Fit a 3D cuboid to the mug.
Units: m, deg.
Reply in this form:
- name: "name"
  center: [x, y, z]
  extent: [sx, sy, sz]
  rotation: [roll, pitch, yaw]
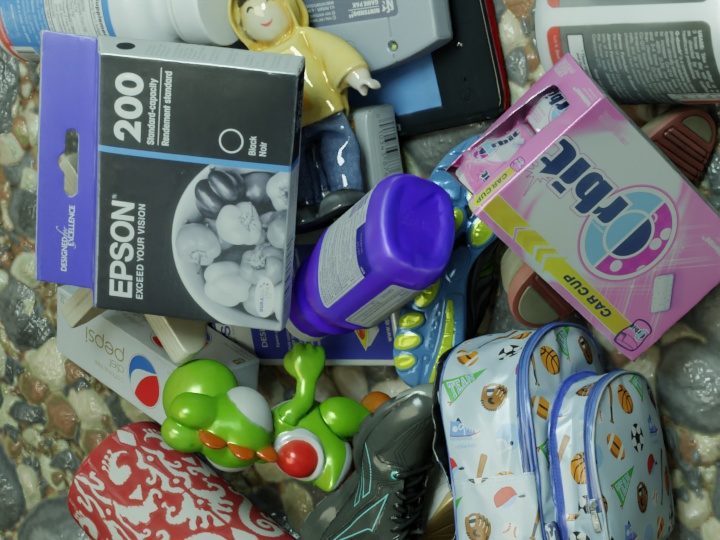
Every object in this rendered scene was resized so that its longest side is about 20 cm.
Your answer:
- name: "mug"
  center: [-0.151, 0.244, 1.688]
  extent: [0.200, 0.133, 0.179]
  rotation: [40, 115, 28]

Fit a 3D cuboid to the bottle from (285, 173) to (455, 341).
- name: "bottle"
  center: [0.000, 0.000, 1.487]
  extent: [0.200, 0.065, 0.084]
  rotation: [140, 140, -57]

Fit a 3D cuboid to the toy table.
- name: "toy table"
  center: [-0.148, -0.024, 1.593]
  extent: [0.184, 0.117, 0.201]
  rotation: [48, 129, 18]

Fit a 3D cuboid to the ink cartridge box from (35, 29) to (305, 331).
- name: "ink cartridge box"
  center: [-0.144, -0.065, 1.466]
  extent: [0.198, 0.043, 0.200]
  rotation: [7, 111, 7]

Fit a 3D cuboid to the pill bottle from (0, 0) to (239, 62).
- name: "pill bottle"
  center: [-0.186, -0.217, 1.578]
  extent: [0.198, 0.112, 0.113]
  rotation: [4, 99, 29]

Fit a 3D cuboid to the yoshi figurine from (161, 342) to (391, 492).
- name: "yoshi figurine"
  center: [-0.073, 0.113, 1.576]
  extent: [0.112, 0.199, 0.114]
  rotation: [-10, 71, 52]

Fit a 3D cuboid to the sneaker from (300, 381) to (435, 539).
- name: "sneaker"
  center: [0.026, 0.166, 1.509]
  extent: [0.079, 0.075, 0.201]
  rotation: [52, 133, 30]

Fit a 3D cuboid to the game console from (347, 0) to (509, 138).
- name: "game console"
  center: [0.016, -0.190, 1.564]
  extent: [0.199, 0.031, 0.179]
  rotation: [-9, 91, 36]

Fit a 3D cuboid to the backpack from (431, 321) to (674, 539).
- name: "backpack"
  center: [0.131, 0.133, 1.436]
  extent: [0.153, 0.200, 0.192]
  rotation: [-17, 89, 23]

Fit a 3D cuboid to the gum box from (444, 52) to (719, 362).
- name: "gum box"
  center: [0.159, -0.043, 1.365]
  extent: [0.113, 0.200, 0.066]
  rotation: [-43, 36, 10]

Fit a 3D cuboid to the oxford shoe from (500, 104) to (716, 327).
- name: "oxford shoe"
  center: [0.169, -0.053, 1.453]
  extent: [0.200, 0.070, 0.075]
  rotation: [-45, 36, 16]

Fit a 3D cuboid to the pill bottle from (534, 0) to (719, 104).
- name: "pill bottle"
  center: [0.228, -0.170, 1.364]
  extent: [0.199, 0.115, 0.117]
  rotation: [3, 99, 35]

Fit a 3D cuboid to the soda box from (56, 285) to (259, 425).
- name: "soda box"
  center: [-0.171, 0.070, 1.684]
  extent: [0.199, 0.068, 0.064]
  rotation: [29, 125, 41]

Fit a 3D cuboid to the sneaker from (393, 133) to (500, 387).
- name: "sneaker"
  center: [0.070, -0.008, 1.524]
  extent: [0.070, 0.083, 0.202]
  rotation: [17, 93, 4]

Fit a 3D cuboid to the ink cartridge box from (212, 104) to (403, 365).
- name: "ink cartridge box"
  center: [-0.045, -0.024, 1.613]
  extent: [0.199, 0.047, 0.200]
  rotation: [-1, 103, 41]

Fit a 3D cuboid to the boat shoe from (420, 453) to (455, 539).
- name: "boat shoe"
  center: [0.033, 0.212, 1.594]
  extent: [0.200, 0.070, 0.070]
  rotation: [-54, 46, 32]

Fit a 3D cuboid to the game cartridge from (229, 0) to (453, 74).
- name: "game cartridge"
  center: [-0.021, -0.213, 1.550]
  extent: [0.199, 0.041, 0.135]
  rotation: [-3, 95, 36]

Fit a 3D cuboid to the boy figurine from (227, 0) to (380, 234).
- name: "boy figurine"
  center: [-0.045, -0.133, 1.517]
  extent: [0.123, 0.064, 0.202]
  rotation: [-18, 83, 24]
